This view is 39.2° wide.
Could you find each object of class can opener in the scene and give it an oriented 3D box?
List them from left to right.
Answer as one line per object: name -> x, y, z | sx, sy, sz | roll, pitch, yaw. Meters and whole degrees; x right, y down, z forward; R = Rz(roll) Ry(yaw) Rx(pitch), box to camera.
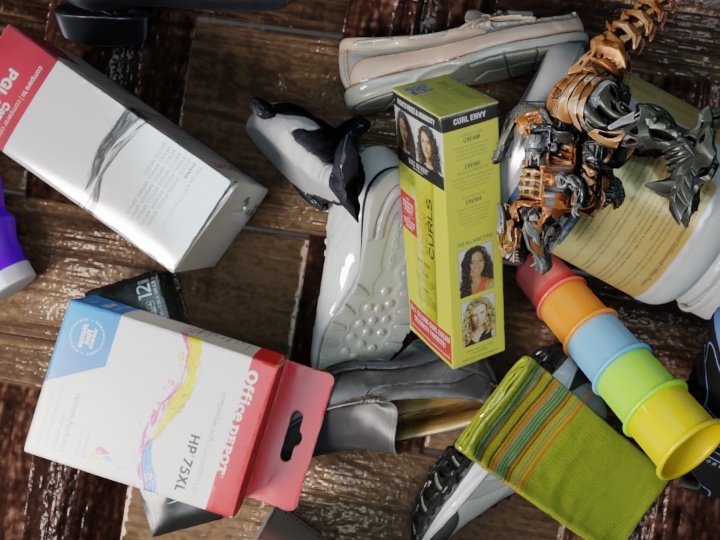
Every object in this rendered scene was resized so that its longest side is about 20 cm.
can opener -> -0.153, -0.233, 0.824 | 0.198, 0.079, 0.064 | -4, 52, 0

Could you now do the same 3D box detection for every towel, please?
towel -> 0.162, 0.148, 0.776 | 0.200, 0.018, 0.086 | 38, 90, -30

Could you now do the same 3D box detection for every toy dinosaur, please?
toy dinosaur -> 0.159, -0.088, 0.643 | 0.135, 0.102, 0.201 | 29, 123, 19

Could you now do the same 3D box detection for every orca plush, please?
orca plush -> -0.026, -0.102, 0.756 | 0.071, 0.200, 0.106 | -38, 105, -8

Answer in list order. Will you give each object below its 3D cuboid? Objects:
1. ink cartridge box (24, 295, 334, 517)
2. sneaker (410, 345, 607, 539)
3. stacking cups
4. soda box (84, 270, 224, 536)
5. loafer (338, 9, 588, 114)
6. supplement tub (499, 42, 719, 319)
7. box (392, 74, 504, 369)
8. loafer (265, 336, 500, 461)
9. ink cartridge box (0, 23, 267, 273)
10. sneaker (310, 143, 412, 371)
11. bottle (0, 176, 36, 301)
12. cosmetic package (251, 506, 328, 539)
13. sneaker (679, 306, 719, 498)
ink cartridge box -> -0.129, 0.103, 0.746 | 0.198, 0.067, 0.117 | 17, 90, 0
sneaker -> 0.116, 0.156, 0.805 | 0.079, 0.074, 0.200 | 42, 95, -11
stacking cups -> 0.182, 0.060, 0.755 | 0.060, 0.061, 0.200 | -39, 55, 3
soda box -> -0.158, 0.104, 0.817 | 0.063, 0.071, 0.202 | -16, 90, 4
loafer -> 0.078, -0.180, 0.803 | 0.198, 0.072, 0.063 | -15, 83, 6
supplement tub -> 0.200, -0.064, 0.757 | 0.199, 0.145, 0.146 | 29, 93, 2
box -> 0.065, -0.034, 0.736 | 0.050, 0.075, 0.202 | -18, 123, -20
loafer -> 0.016, 0.111, 0.793 | 0.198, 0.073, 0.073 | -23, 46, 2
ink cartridge box -> -0.183, -0.087, 0.777 | 0.199, 0.147, 0.083 | 35, 94, 3
sneaker -> 0.000, 0.000, 0.812 | 0.076, 0.080, 0.202 | 5, 112, -35
bottle -> -0.338, -0.068, 0.826 | 0.083, 0.065, 0.201 | -32, 89, 2
cosmetic package -> -0.054, 0.253, 0.750 | 0.101, 0.200, 0.072 | 34, 92, 1
sneaker -> 0.265, 0.105, 0.754 | 0.077, 0.070, 0.201 | -3, 129, 24
